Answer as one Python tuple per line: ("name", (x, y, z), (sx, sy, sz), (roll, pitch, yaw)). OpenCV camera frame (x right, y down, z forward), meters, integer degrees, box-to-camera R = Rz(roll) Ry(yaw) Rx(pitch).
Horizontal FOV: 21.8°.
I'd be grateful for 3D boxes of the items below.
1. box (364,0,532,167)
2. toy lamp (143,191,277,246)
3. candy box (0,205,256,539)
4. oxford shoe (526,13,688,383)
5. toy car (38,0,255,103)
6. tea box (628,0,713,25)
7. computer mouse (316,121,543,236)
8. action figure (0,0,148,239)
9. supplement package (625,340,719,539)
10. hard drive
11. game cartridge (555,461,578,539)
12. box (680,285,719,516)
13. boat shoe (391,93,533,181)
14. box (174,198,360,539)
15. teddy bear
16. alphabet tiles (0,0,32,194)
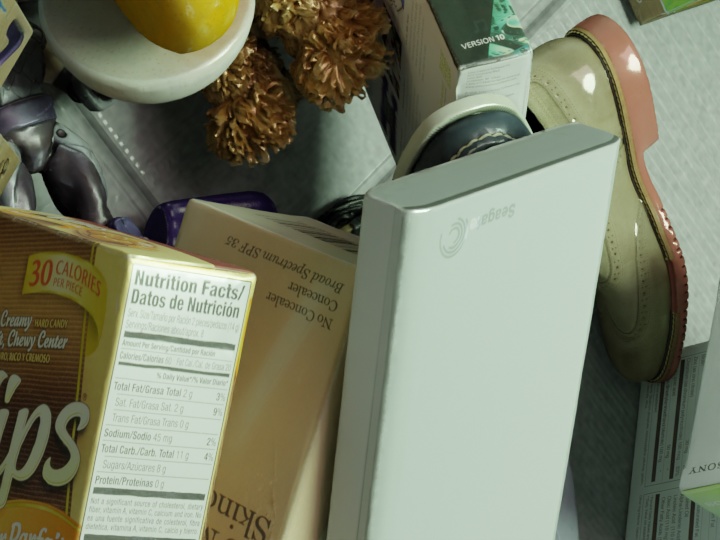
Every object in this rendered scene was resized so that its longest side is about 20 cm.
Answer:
("box", (0.020, -0.121, 0.811), (0.036, 0.145, 0.200), (-16, 60, -11))
("toy lamp", (0.000, 0.000, 0.839), (0.199, 0.058, 0.058), (9, 71, -28))
("candy box", (-0.106, 0.085, 0.655), (0.055, 0.115, 0.201), (8, 95, -38))
("oxford shoe", (0.112, -0.025, 0.937), (0.075, 0.070, 0.201), (-24, 114, -17))
("toy car", (-0.083, -0.178, 0.691), (0.150, 0.175, 0.200), (-37, 70, -18))
("tea box", (0.224, -0.269, 1.027), (0.133, 0.196, 0.201), (-23, 91, -42))
("computer mouse", (0.050, -0.051, 0.925), (0.200, 0.034, 0.059), (-38, 102, -40))
("action figure", (-0.131, -0.046, 0.752), (0.130, 0.069, 0.201), (-22, 88, -34))
("supplement package", (0.248, 0.139, 0.979), (0.200, 0.111, 0.156), (25, 62, -31))
("hard drive", (0.039, 0.054, 0.692), (0.132, 0.026, 0.201), (-21, 125, -48))
("game cartridge", (0.045, 0.138, 0.862), (0.133, 0.041, 0.201), (15, 67, -32))
("box", (0.240, 0.081, 0.884), (0.200, 0.036, 0.145), (32, 58, -26))
("boat shoe", (0.050, 0.018, 0.767), (0.075, 0.200, 0.062), (-10, 45, -14))
("box", (-0.038, 0.083, 0.707), (0.078, 0.095, 0.201), (8, 101, -54))
("teddy bear", (-0.065, -0.142, 0.790), (0.067, 0.145, 0.201), (-15, 92, -52))
("alphabet tiles", (-0.154, -0.017, 0.599), (0.008, 0.200, 0.168), (27, 81, 5))
